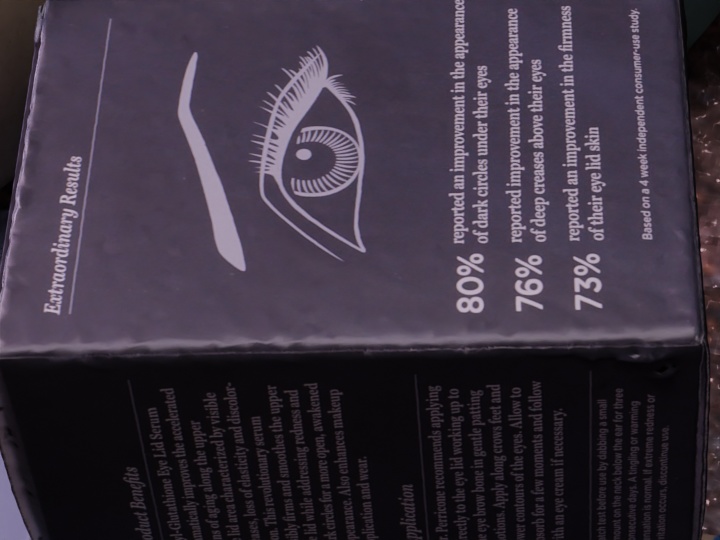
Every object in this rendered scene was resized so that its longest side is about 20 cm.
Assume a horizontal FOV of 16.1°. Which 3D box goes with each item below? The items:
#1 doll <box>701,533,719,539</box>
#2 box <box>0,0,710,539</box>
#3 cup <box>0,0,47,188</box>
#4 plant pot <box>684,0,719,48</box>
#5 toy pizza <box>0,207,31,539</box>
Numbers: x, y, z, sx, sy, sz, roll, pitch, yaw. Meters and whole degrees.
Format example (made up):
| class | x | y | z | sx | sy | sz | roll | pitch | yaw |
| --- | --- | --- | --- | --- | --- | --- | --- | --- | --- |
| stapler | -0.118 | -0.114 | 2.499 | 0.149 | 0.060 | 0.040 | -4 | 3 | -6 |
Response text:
| class | x | y | z | sx | sy | sz | roll | pitch | yaw |
| --- | --- | --- | --- | --- | --- | --- | --- | --- | --- |
| doll | 0.109 | 0.124 | 0.718 | 0.200 | 0.049 | 0.137 | -20 | 42 | -10 |
| box | 0.000 | 0.000 | 0.755 | 0.200 | 0.104 | 0.148 | -1 | 49 | 5 |
| cup | -0.149 | -0.114 | 0.868 | 0.200 | 0.201 | 0.143 | 35 | 38 | 29 |
| plant pot | 0.052 | -0.148 | 0.873 | 0.200 | 0.161 | 0.201 | -3 | 51 | 3 |
| toy pizza | -0.089 | 0.057 | 0.806 | 0.200 | 0.032 | 0.200 | -3 | 50 | 3 |
